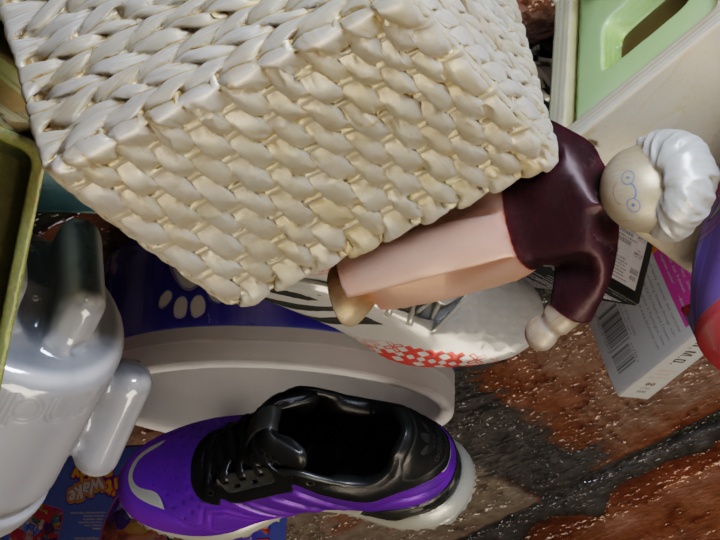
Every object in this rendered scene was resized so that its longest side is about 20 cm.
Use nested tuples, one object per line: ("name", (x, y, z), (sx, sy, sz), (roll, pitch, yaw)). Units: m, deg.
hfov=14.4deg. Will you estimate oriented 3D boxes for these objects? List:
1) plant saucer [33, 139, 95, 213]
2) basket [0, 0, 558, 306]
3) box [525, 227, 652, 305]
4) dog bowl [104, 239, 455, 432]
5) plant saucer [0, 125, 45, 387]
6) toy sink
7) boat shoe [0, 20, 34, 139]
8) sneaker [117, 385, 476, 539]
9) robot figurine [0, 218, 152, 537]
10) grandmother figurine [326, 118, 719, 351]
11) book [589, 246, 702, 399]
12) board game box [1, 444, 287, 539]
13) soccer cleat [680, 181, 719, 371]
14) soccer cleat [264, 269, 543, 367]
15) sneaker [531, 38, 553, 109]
("plant saucer", (-0.192, -0.047, 1.373), (0.200, 0.019, 0.070), (3, 164, 28))
("basket", (-0.039, -0.113, 1.283), (0.198, 0.161, 0.200), (-24, 150, 15))
("box", (0.041, -0.035, 1.507), (0.160, 0.044, 0.200), (9, 170, 35))
("dog bowl", (-0.047, 0.039, 1.574), (0.200, 0.079, 0.200), (2, 164, 1))
("plant saucer", (-0.235, -0.009, 1.308), (0.048, 0.200, 0.200), (-37, 146, -59))
("toy sink", (0.172, -0.124, 1.412), (0.112, 0.200, 0.130), (36, 127, -22))
("boat shoe", (-0.168, -0.089, 1.347), (0.063, 0.073, 0.201), (-29, 158, 11))
("sneaker", (-0.046, 0.096, 1.526), (0.200, 0.070, 0.100), (-6, 155, 18))
("robot figurine", (-0.190, 0.057, 1.411), (0.169, 0.113, 0.200), (17, 128, -18))
("grandmother figurine", (0.076, -0.022, 1.338), (0.200, 0.121, 0.061), (-15, -166, 28))
("book", (0.192, -0.035, 1.590), (0.048, 0.134, 0.200), (6, 145, -40))
("board game box", (-0.134, 0.173, 1.702), (0.200, 0.135, 0.045), (-4, 167, 41))
("soccer cleat", (0.189, -0.042, 1.312), (0.067, 0.076, 0.200), (-8, 122, -27))
("soccer cleat", (0.000, 0.000, 1.441), (0.200, 0.069, 0.085), (19, 169, -6))
("sneaker", (0.109, -0.094, 1.516), (0.089, 0.074, 0.200), (-44, 147, 16))
